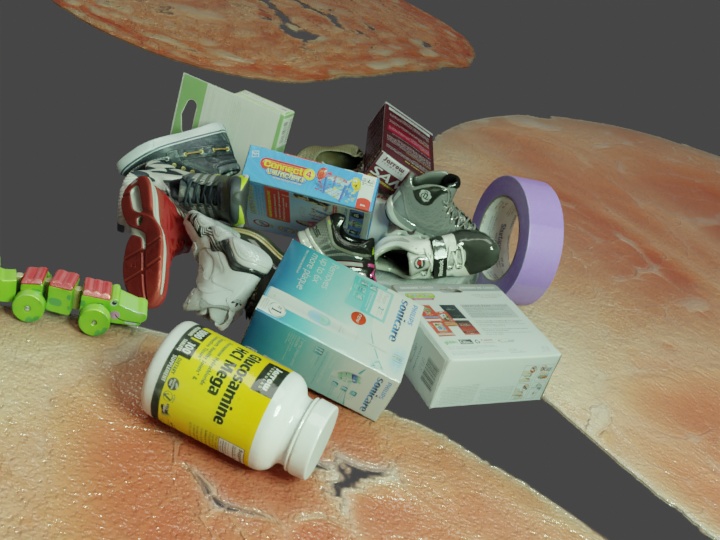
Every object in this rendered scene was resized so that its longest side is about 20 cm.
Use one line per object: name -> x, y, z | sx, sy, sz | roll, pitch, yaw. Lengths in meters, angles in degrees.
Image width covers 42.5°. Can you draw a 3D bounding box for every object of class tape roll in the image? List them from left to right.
tape roll -> 0.247, -0.048, 1.493 | 0.064, 0.203, 0.201 | 7, 30, -21

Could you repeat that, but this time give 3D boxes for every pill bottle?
pill bottle -> -0.129, 0.145, 1.009 | 0.197, 0.114, 0.113 | 24, 28, 9

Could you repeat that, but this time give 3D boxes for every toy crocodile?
toy crocodile -> -0.357, 0.029, 1.128 | 0.196, 0.063, 0.068 | 13, 28, -13

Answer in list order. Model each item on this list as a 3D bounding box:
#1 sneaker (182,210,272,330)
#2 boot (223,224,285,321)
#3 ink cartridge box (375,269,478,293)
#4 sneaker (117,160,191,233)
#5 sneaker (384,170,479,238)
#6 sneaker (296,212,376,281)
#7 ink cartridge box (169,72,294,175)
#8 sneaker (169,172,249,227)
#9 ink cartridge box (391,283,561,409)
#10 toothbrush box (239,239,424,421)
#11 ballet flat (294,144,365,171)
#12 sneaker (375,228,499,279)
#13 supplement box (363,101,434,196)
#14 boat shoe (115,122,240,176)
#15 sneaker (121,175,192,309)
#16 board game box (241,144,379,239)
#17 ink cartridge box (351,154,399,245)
sneaker -> -0.198, -0.002, 1.221 | 0.075, 0.116, 0.199 | 26, 4, -40
boot -> -0.154, 0.015, 1.272 | 0.197, 0.078, 0.139 | 21, 33, 6
ink cartridge box -> 0.075, 0.010, 1.472 | 0.196, 0.058, 0.163 | 6, 24, 21
sneaker -> -0.280, -0.103, 1.387 | 0.127, 0.081, 0.199 | 11, 18, 2
sneaker -> 0.143, -0.087, 1.430 | 0.197, 0.116, 0.076 | 26, 40, -10
sneaker -> 0.000, 0.000, 1.314 | 0.200, 0.087, 0.074 | 49, 9, -2
ink cartridge box -> -0.226, -0.241, 1.597 | 0.197, 0.148, 0.048 | 25, 25, 12
sneaker -> -0.210, -0.101, 1.285 | 0.080, 0.075, 0.199 | 4, 2, -28
ink cartridge box -> 0.147, 0.099, 1.295 | 0.197, 0.085, 0.176 | 1, 33, -31
toothbrush box -> -0.034, 0.074, 1.172 | 0.198, 0.086, 0.147 | 28, 41, -2
ballet flat -> -0.049, -0.168, 1.494 | 0.046, 0.069, 0.199 | 16, 21, 29
sneaker -> 0.109, -0.015, 1.390 | 0.196, 0.075, 0.089 | -1, 21, 20
supplement box -> 0.065, -0.194, 1.550 | 0.108, 0.061, 0.201 | 32, 28, -15
boat shoe -> -0.294, -0.172, 1.516 | 0.198, 0.071, 0.092 | -24, 83, -25
sneaker -> -0.262, -0.027, 1.268 | 0.115, 0.077, 0.203 | 32, 42, -49
board game box -> -0.076, -0.101, 1.394 | 0.192, 0.200, 0.057 | 15, 72, 1
ink cartridge box -> 0.010, -0.123, 1.587 | 0.142, 0.085, 0.200 | 15, 28, 11
